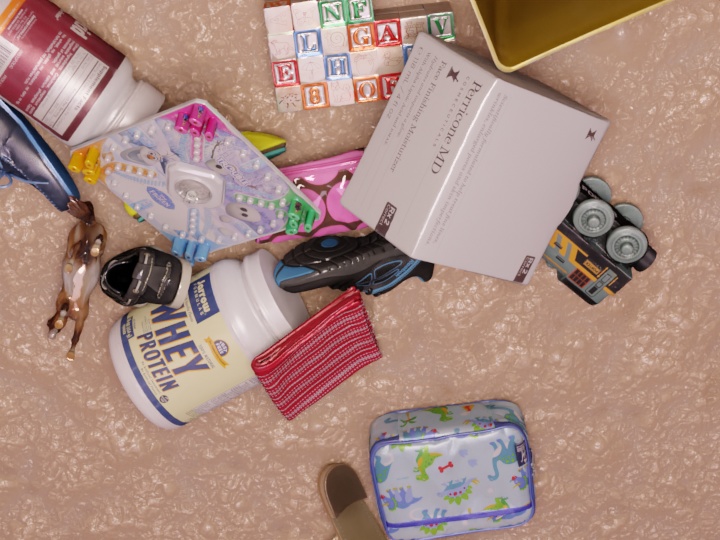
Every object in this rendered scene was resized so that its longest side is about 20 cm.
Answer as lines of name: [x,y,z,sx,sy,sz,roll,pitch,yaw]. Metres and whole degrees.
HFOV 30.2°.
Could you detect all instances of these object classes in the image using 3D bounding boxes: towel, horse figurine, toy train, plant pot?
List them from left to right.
horse figurine: [-0.316,0.004,1.493,0.050,0.133,0.201,11,110,-11]
towel: [-0.045,0.100,1.506,0.144,0.200,0.023,-35,67,-7]
plant pot: [0.184,-0.346,1.332,0.199,0.177,0.201,-23,112,8]
toy train: [0.239,-0.050,1.512,0.200,0.085,0.114,37,117,-15]

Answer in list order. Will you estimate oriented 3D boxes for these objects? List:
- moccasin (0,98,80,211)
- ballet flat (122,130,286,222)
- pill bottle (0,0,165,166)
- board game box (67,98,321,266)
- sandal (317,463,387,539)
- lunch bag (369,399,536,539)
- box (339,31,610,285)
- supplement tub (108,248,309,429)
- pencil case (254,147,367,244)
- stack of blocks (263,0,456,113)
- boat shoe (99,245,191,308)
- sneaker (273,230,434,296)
moccasin: [-0.390,-0.139,1.464,0.068,0.080,0.200,-40,96,0]
ballet flat: [-0.181,-0.122,1.482,0.199,0.067,0.067,-25,90,11]
pill bottle: [-0.314,-0.205,1.412,0.200,0.114,0.114,36,108,-15]
board game box: [-0.175,-0.084,1.401,0.199,0.026,0.200,-15,137,36]
sandal: [-0.015,0.342,1.683,0.077,0.069,0.213,-22,98,-32]
lunch bag: [0.114,0.248,1.632,0.198,0.083,0.162,-7,116,3]
box: [0.119,-0.111,1.382,0.199,0.131,0.200,12,109,-45]
supplement tub: [-0.168,0.076,1.517,0.199,0.145,0.145,-29,111,10]
pencil case: [-0.033,-0.090,1.483,0.199,0.091,0.094,-13,148,2]
stack of blocks: [0.002,-0.243,1.433,0.198,0.059,0.116,-6,113,1]
boat shoe: [-0.251,0.003,1.466,0.067,0.200,0.072,11,86,-29]
sneaker: [0.000,0.000,1.506,0.199,0.073,0.082,-15,124,-17]
